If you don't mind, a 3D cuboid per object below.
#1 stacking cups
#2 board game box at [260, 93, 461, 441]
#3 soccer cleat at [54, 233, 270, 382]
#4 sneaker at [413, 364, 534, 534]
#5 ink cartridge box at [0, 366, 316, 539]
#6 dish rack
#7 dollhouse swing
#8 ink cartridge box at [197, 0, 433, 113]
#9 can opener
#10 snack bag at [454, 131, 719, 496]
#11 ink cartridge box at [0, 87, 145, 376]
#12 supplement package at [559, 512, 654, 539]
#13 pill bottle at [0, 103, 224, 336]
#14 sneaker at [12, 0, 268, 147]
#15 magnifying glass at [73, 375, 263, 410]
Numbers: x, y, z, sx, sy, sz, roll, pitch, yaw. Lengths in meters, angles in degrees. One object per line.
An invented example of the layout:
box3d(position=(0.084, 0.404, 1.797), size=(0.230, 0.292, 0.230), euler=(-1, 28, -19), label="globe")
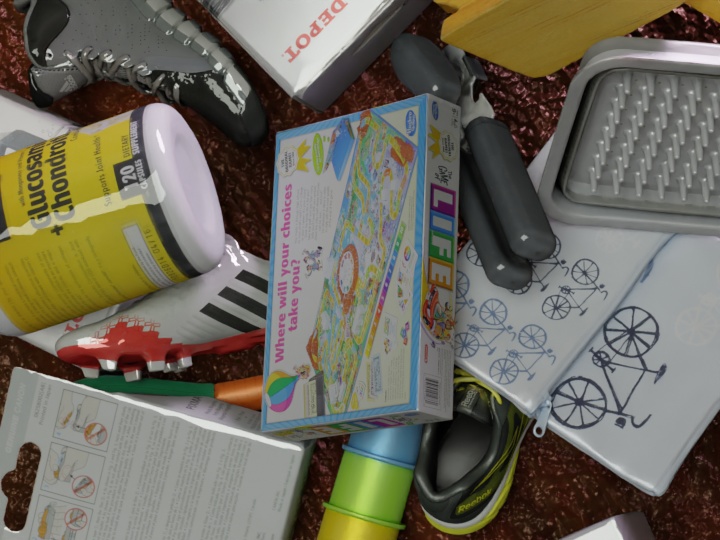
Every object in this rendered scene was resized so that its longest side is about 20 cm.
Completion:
box3d(position=(0.014, 0.103, 1.551), size=(0.060, 0.060, 0.201), euler=(12, 87, 14), label="stacking cups")
box3d(position=(0.000, 0.000, 1.487), size=(0.134, 0.034, 0.201), euler=(-10, 71, 41), label="board game box")
box3d(position=(-0.107, 0.020, 1.543), size=(0.199, 0.069, 0.086), euler=(-9, 84, -23), label="soccer cleat")
box3d(position=(0.088, 0.072, 1.516), size=(0.074, 0.085, 0.201), euler=(15, 84, 14), label="sneaker")
box3d(position=(-0.143, 0.157, 1.559), size=(0.199, 0.057, 0.163), euler=(16, 103, 8), label="ink cartridge box")
box3d(position=(0.216, -0.086, 1.455), size=(0.199, 0.172, 0.044), euler=(4, 57, -5), label="dish rack")
box3d(position=(0.175, -0.201, 1.496), size=(0.181, 0.176, 0.201), euler=(-27, 40, 36), label="dollhouse swing")
box3d(position=(-0.050, -0.225, 1.573), size=(0.144, 0.084, 0.200), euler=(-44, 77, 6), label="ink cartridge box")
box3d(position=(0.063, -0.075, 1.506), size=(0.053, 0.067, 0.200), euler=(-52, 38, 30), label="can opener")
box3d(position=(0.156, 0.027, 1.497), size=(0.200, 0.021, 0.189), euler=(35, 65, 13), label="snack bag")
box3d(position=(-0.224, -0.034, 1.602), size=(0.199, 0.085, 0.146), euler=(25, 93, 11), label="ink cartridge box")
box3d(position=(0.105, 0.258, 1.462), size=(0.199, 0.152, 0.151), euler=(-25, 81, 11), label="supplement package")
box3d(position=(-0.194, -0.024, 1.494), size=(0.199, 0.112, 0.113), euler=(-19, 82, 10), label="pill bottle")
box3d(position=(-0.159, -0.129, 1.584), size=(0.115, 0.075, 0.200), euler=(-38, 68, -14), label="sneaker")
box3d(position=(-0.116, 0.090, 1.582), size=(0.199, 0.080, 0.022), euler=(-9, 50, 4), label="magnifying glass")
